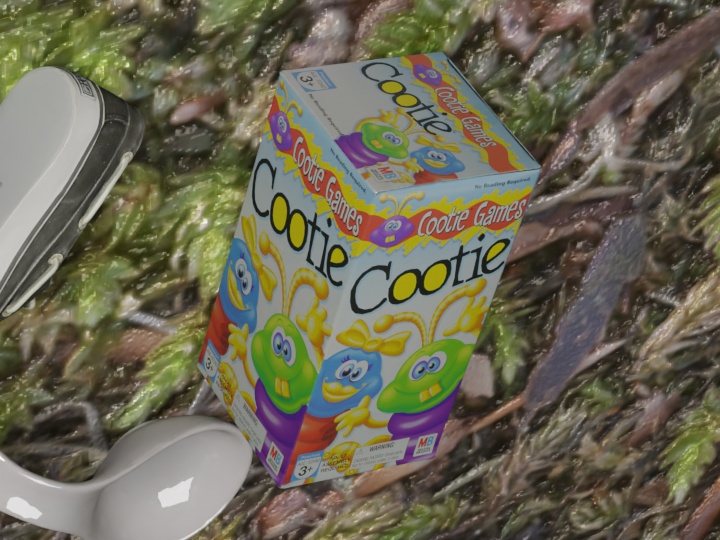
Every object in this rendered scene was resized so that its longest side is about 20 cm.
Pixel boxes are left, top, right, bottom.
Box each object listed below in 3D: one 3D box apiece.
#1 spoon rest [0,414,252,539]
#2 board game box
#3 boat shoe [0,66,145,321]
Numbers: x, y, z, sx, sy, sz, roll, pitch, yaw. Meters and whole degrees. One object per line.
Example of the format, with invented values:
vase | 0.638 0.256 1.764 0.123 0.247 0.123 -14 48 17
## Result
spoon rest | -0.138 0.113 1.465 0.200 0.061 0.099 12 122 -45
board game box | 0.000 0.000 1.421 0.103 0.105 0.200 -9 134 -32
boat shoe | -0.175 -0.005 1.301 0.200 0.071 0.064 -50 140 13
